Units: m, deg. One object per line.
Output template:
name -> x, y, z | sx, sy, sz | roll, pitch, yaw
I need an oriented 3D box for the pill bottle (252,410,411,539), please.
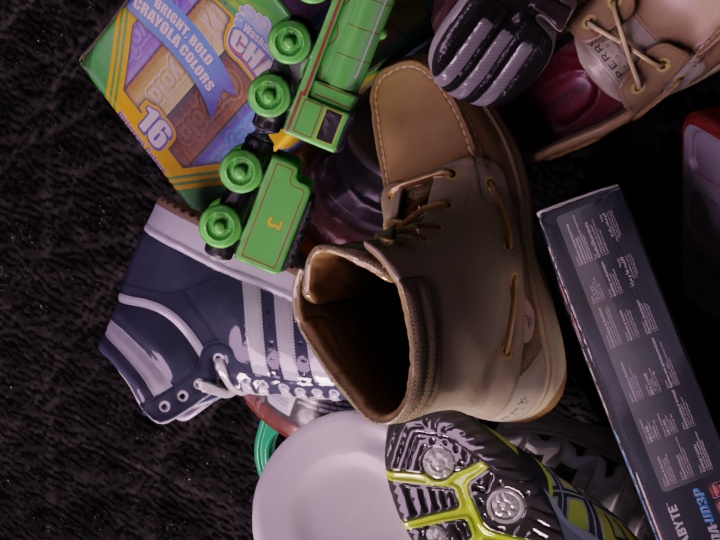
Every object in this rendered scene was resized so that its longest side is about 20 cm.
pill bottle -> 0.017, 0.151, 1.427 | 0.114, 0.114, 0.200 | 36, 177, 19

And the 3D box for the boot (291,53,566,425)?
boot -> 0.022, -0.019, 1.245 | 0.073, 0.155, 0.201 | -22, 78, 31

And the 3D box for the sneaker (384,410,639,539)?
sneaker -> 0.088, 0.137, 1.320 | 0.075, 0.076, 0.200 | -40, 104, 19

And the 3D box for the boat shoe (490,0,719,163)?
boat shoe -> 0.136, -0.110, 1.269 | 0.074, 0.066, 0.200 | 50, 136, 4

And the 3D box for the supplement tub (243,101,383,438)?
supplement tub -> 0.000, 0.000, 1.424 | 0.107, 0.107, 0.201 | 36, 133, 19

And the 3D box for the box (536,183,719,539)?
box -> 0.148, 0.070, 1.273 | 0.159, 0.046, 0.201 | 57, -168, -77

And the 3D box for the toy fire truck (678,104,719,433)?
toy fire truck -> 0.218, 0.032, 1.270 | 0.168, 0.112, 0.201 | 42, 143, 52

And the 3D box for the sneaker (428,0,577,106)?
sneaker -> 0.093, -0.186, 1.262 | 0.075, 0.116, 0.200 | 33, 108, -24

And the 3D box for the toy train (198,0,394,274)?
toy train -> -0.026, -0.092, 1.262 | 0.056, 0.042, 0.201 | 22, 101, 0

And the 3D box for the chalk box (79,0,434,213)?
chalk box -> -0.036, -0.140, 1.359 | 0.124, 0.124, 0.200 | 52, 137, 3

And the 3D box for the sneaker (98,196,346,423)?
sneaker -> -0.045, 0.053, 1.337 | 0.199, 0.070, 0.109 | 29, 91, 11

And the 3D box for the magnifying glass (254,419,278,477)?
magnifying glass -> -0.039, 0.075, 1.566 | 0.079, 0.022, 0.201 | 11, 123, 36

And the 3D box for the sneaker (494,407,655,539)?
sneaker -> 0.160, 0.130, 1.392 | 0.199, 0.081, 0.075 | 28, 119, 0
